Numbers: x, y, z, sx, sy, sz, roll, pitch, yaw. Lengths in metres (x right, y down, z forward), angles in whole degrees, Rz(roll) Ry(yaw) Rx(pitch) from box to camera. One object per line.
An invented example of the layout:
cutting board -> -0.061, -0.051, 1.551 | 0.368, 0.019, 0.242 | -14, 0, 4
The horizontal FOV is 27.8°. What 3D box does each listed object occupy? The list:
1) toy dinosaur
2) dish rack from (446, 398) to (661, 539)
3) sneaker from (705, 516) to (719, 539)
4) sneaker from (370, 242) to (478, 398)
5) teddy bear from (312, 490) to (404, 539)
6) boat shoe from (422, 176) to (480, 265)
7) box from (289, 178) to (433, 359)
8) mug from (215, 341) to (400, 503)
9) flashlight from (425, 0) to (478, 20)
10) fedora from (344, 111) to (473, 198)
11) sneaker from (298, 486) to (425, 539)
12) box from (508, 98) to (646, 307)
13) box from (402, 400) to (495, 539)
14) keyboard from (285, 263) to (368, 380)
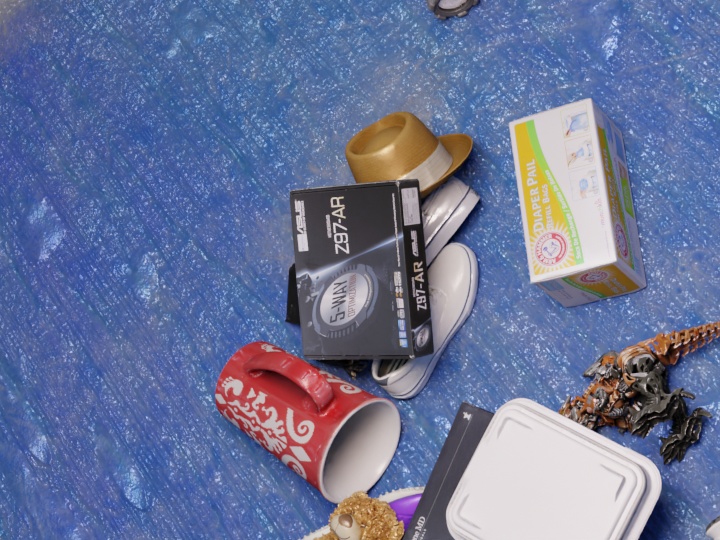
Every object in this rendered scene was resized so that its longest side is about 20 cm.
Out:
toy dinosaur -> 0.302, 0.123, 1.564 | 0.200, 0.102, 0.136 | -57, 37, 27
dish rack -> 0.189, 0.235, 1.491 | 0.200, 0.044, 0.172 | 26, 88, 33
sneaker -> 0.457, 0.261, 1.449 | 0.200, 0.076, 0.115 | -36, 68, 24
sneaker -> 0.077, 0.056, 1.718 | 0.073, 0.071, 0.200 | 20, 84, 32
teddy bear -> -0.035, 0.337, 1.604 | 0.200, 0.067, 0.145 | -51, 27, 20
boat shoe -> 0.050, -0.036, 1.743 | 0.086, 0.075, 0.202 | 38, 93, -2
box -> 0.000, 0.000, 1.660 | 0.160, 0.044, 0.200 | -2, 95, 37
mug -> -0.067, 0.153, 1.723 | 0.200, 0.133, 0.178 | 28, 125, 37
flashlight -> 0.096, -0.420, 1.869 | 0.068, 0.068, 0.200 | -23, 64, 22
fedora -> 0.039, -0.135, 1.737 | 0.200, 0.082, 0.201 | -28, 18, 10
sneaker -> 0.022, 0.321, 1.669 | 0.200, 0.070, 0.100 | -31, 68, 22
box -> 0.246, -0.074, 1.644 | 0.101, 0.112, 0.200 | -15, 68, 25
box -> 0.165, 0.271, 1.578 | 0.182, 0.104, 0.200 | 22, 85, 31
keyboard -> -0.031, 0.061, 1.766 | 0.200, 0.021, 0.127 | 10, 98, 54
